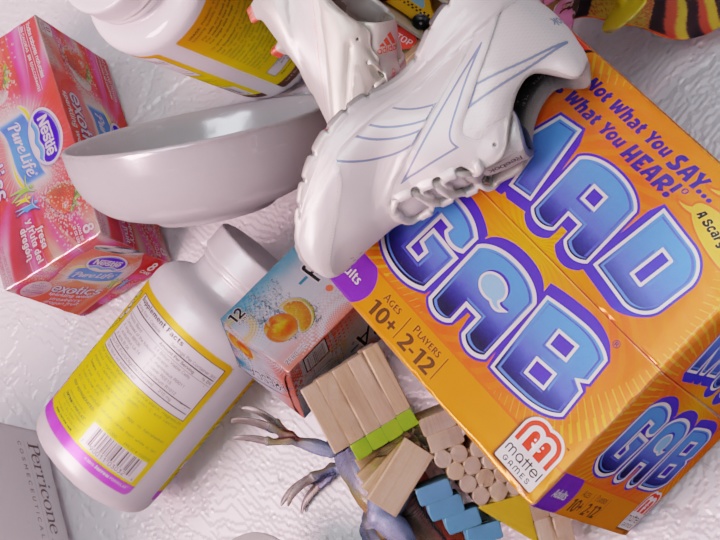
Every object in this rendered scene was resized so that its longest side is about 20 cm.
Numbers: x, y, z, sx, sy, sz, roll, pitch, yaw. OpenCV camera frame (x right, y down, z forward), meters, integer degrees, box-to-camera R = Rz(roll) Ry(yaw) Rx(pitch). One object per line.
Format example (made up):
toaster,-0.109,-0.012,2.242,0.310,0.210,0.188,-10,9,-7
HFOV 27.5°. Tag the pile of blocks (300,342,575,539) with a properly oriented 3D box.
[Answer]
pile of blocks,0.048,0.125,0.952,0.199,0.062,0.082,37,88,-1

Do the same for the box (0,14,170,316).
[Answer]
box,-0.235,-0.080,1.147,0.094,0.102,0.202,-28,66,17

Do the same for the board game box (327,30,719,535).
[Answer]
board game box,0.136,0.011,0.886,0.200,0.200,0.200,-46,63,7

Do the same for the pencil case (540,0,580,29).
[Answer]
pencil case,0.096,-0.145,0.921,0.086,0.201,0.083,-23,58,-26

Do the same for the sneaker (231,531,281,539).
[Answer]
sneaker,-0.017,0.247,0.946,0.071,0.100,0.199,-39,34,-20

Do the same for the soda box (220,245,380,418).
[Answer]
soda box,0.000,0.000,0.990,0.068,0.064,0.200,34,67,28

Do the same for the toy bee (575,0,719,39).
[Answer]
toy bee,0.152,-0.198,0.982,0.199,0.131,0.109,34,120,11

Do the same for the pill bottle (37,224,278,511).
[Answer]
pill bottle,-0.133,0.067,1.051,0.200,0.104,0.104,-49,62,7

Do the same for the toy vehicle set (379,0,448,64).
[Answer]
toy vehicle set,-0.023,-0.214,0.956,0.124,0.199,0.027,-42,26,43

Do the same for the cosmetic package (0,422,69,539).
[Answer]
cosmetic package,-0.333,0.209,1.067,0.164,0.200,0.166,-27,67,18

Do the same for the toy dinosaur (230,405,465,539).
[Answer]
toy dinosaur,0.007,0.135,1.013,0.197,0.105,0.184,2,65,-8

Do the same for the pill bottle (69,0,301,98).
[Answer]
pill bottle,-0.120,-0.197,1.056,0.108,0.199,0.111,-5,80,32

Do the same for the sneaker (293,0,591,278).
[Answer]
sneaker,0.041,-0.070,0.801,0.087,0.074,0.200,44,98,23

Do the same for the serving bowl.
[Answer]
serving bowl,-0.109,-0.073,1.047,0.198,0.200,0.067,-6,103,25

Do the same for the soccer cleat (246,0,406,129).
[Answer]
soccer cleat,0.006,-0.119,0.937,0.077,0.069,0.201,-33,92,32
